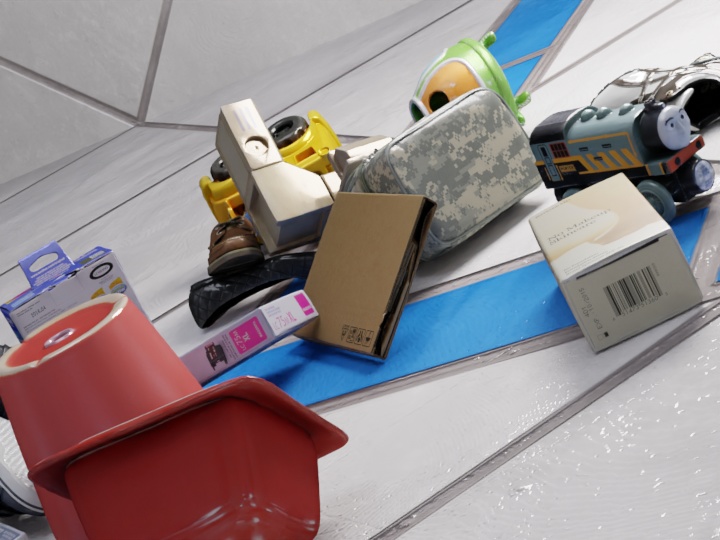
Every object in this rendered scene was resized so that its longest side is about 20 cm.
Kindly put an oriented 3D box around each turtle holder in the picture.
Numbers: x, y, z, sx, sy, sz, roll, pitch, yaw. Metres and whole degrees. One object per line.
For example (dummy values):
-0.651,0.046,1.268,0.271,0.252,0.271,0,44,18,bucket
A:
0.130,-0.226,1.997,0.131,0.142,0.185,-31,17,-8,turtle holder

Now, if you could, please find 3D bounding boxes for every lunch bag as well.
0.078,-0.091,1.688,0.200,0.140,0.168,-35,-1,-31,lunch bag

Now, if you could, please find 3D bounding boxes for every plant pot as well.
-0.237,0.132,1.409,0.199,0.178,0.201,-26,15,8,plant pot

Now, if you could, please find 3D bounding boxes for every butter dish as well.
-0.112,0.187,1.122,0.199,0.149,0.199,-23,-28,14,butter dish

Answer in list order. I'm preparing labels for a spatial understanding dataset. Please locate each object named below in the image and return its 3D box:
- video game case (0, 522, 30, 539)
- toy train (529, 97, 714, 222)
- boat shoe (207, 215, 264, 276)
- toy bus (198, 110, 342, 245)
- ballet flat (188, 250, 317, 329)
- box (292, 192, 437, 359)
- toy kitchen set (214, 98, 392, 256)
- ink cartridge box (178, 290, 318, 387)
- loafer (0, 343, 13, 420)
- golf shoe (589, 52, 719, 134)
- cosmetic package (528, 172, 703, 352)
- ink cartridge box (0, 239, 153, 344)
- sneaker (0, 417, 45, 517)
-0.427,0.301,1.475,0.182,0.023,0.200,-36,18,-26,video game case
0.250,-0.106,1.466,0.085,0.114,0.199,-37,18,-29,toy train
-0.161,-0.031,1.878,0.071,0.069,0.200,-12,-4,-8,boat shoe
-0.098,-0.091,2.013,0.199,0.136,0.192,-29,31,3,toy bus
-0.114,0.018,1.831,0.199,0.057,0.066,-18,-10,15,ballet flat
0.000,0.000,1.540,0.200,0.021,0.165,8,78,64,box
-0.044,-0.154,1.818,0.199,0.181,0.164,-18,-26,-21,toy kitchen set
-0.148,0.090,1.546,0.199,0.042,0.119,-34,-4,20,ink cartridge box
-0.421,0.167,1.648,0.201,0.070,0.068,-63,18,16,loafer
0.328,-0.181,1.646,0.199,0.078,0.095,-21,17,27,golf shoe
0.215,-0.012,1.308,0.105,0.071,0.200,-27,16,5,cosmetic package
-0.307,0.066,1.688,0.136,0.201,0.076,-32,17,-18,ink cartridge box
-0.357,0.217,1.534,0.080,0.078,0.200,-63,31,3,sneaker
